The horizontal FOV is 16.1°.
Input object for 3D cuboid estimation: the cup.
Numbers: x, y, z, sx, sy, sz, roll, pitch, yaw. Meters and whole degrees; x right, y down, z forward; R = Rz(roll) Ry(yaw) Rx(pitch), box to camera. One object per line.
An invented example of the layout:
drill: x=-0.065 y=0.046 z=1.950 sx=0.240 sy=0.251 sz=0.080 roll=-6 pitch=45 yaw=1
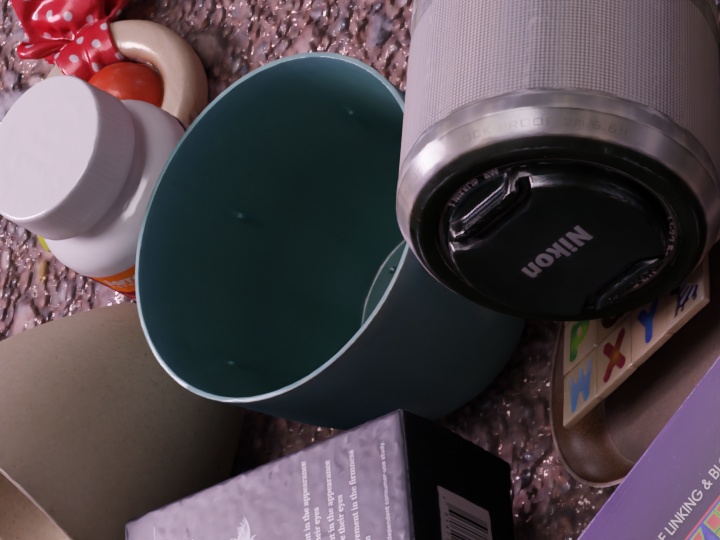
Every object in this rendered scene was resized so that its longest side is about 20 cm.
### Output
cup: x=-0.154 y=0.103 z=1.513 sx=0.143 sy=0.200 sz=0.200 roll=-45 pitch=44 yaw=-18

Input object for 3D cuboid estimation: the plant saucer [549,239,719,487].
plant saucer: x=0.162 y=0.021 z=1.324 sx=0.200 sy=0.032 sz=0.200 roll=-54 pitch=24 yaw=38

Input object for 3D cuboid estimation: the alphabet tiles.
alphabet tiles: x=0.161 y=-0.033 z=1.330 sx=0.200 sy=0.008 sz=0.167 roll=-49 pitch=28 yaw=45

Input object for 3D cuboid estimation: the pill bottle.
pill bottle: x=-0.121 y=-0.036 z=1.516 sx=0.109 sy=0.200 sz=0.110 roll=-18 pitch=59 yaw=34

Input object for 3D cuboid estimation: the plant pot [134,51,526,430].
plant pot: x=0.000 y=0.000 z=1.426 sx=0.200 sy=0.161 sz=0.201 roll=-17 pitch=62 yaw=34

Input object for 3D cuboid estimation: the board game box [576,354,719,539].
board game box: x=0.182 y=0.155 z=1.167 sx=0.165 sy=0.057 sz=0.200 roll=43 pitch=106 yaw=27

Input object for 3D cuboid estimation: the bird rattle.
bird rattle: x=-0.170 y=-0.110 z=1.690 sx=0.163 sy=0.113 sz=0.200 roll=8 pitch=64 yaw=30

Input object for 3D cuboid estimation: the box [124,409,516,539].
box: x=-0.020 y=0.184 z=1.361 sx=0.200 sy=0.104 sz=0.148 roll=-23 pitch=56 yaw=31

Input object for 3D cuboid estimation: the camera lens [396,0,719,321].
camera lens: x=0.102 y=-0.087 z=1.289 sx=0.160 sy=0.160 sz=0.200 roll=-22 pitch=45 yaw=32
